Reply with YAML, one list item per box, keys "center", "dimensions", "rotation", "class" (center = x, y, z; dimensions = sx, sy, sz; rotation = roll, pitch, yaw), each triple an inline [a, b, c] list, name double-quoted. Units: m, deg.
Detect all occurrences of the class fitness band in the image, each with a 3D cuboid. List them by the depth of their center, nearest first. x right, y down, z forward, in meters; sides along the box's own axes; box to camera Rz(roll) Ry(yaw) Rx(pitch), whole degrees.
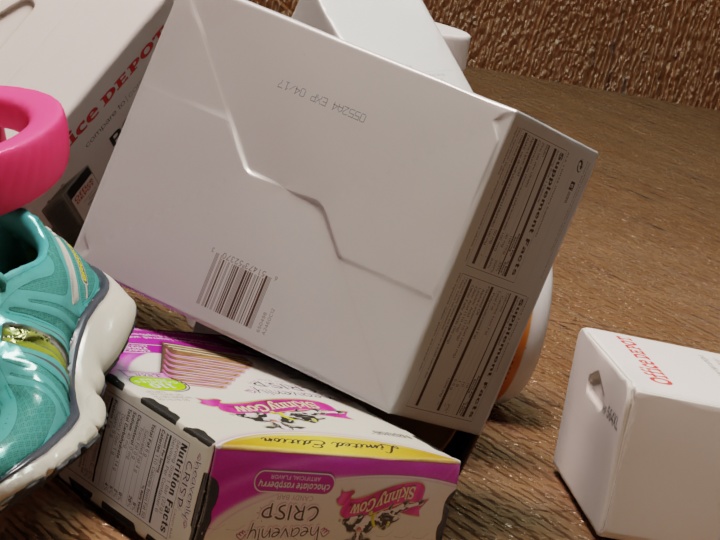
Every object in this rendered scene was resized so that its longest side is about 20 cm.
- center: [-0.233, -0.050, 1.252]
  dimensions: [0.199, 0.038, 0.144]
  rotation: [-4, 18, 8]
  class: "fitness band"

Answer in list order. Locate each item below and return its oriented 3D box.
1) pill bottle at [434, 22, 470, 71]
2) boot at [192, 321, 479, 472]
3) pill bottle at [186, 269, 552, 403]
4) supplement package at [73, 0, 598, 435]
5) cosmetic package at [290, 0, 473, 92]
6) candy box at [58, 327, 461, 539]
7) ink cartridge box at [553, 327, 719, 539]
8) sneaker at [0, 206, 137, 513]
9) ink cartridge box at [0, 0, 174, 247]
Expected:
- center: [0.002, -0.063, 1.730]
  dimensions: [0.115, 0.201, 0.116]
  rotation: [12, 10, -2]
  class: "pill bottle"
- center: [0.000, 0.000, 1.421]
  dimensions: [0.068, 0.189, 0.200]
  rotation: [19, 1, -43]
  class: "boot"
- center: [0.003, 0.010, 1.586]
  dimensions: [0.199, 0.113, 0.112]
  rotation: [10, 10, -17]
  class: "pill bottle"
- center: [-0.013, -0.031, 1.338]
  dimensions: [0.199, 0.156, 0.111]
  rotation: [24, 3, 28]
  class: "supplement package"
- center: [0.022, -0.061, 1.508]
  dimensions: [0.074, 0.102, 0.201]
  rotation: [-6, 55, -29]
  class: "cosmetic package"
- center: [-0.067, 0.080, 1.254]
  dimensions: [0.136, 0.061, 0.200]
  rotation: [6, 12, -36]
  class: "candy box"
- center: [0.213, 0.101, 1.431]
  dimensions: [0.199, 0.085, 0.146]
  rotation: [11, 10, -8]
  class: "ink cartridge box"
- center: [-0.156, 0.043, 1.159]
  dimensions: [0.080, 0.077, 0.200]
  rotation: [52, 20, -22]
  class: "sneaker"
- center: [-0.159, -0.078, 1.513]
  dimensions: [0.083, 0.147, 0.200]
  rotation: [34, -13, 20]
  class: "ink cartridge box"
